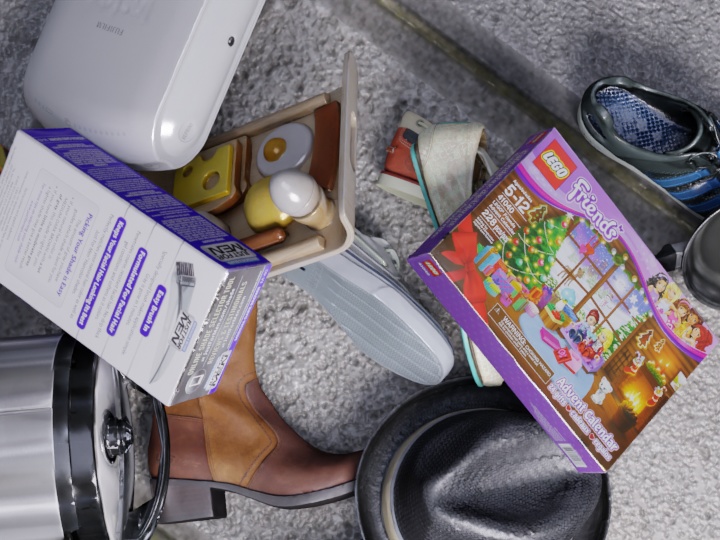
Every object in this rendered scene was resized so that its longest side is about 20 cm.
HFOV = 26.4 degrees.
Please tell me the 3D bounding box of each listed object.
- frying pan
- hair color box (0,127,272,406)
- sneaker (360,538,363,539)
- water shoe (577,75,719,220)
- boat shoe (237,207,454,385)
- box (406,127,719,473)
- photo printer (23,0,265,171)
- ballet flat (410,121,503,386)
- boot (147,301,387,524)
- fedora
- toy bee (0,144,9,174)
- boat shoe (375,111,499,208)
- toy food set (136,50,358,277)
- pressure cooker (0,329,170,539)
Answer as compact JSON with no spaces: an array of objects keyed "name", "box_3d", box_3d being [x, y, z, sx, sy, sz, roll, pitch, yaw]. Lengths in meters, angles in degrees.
[{"name":"frying pan","box_3d":[0.259,-0.002,1.144,0.189,0.031,0.115,-23,129,12]},{"name":"hair color box","box_3d":[-0.171,-0.006,1.076,0.200,0.065,0.110,34,110,22]},{"name":"sneaker","box_3d":[-0.016,0.255,1.127,0.200,0.100,0.070,-35,88,1]},{"name":"water shoe","box_3d":[0.254,-0.082,1.143,0.199,0.079,0.072,24,89,3]},{"name":"boat shoe","box_3d":[0.000,0.000,1.155,0.200,0.074,0.067,40,55,3]},{"name":"box","box_3d":[0.144,0.021,1.066,0.137,0.039,0.200,-45,102,-22]},{"name":"photo printer","box_3d":[-0.162,-0.177,1.144,0.166,0.069,0.201,23,89,36]},{"name":"ballet flat","box_3d":[0.089,-0.010,1.100,0.062,0.067,0.201,-13,104,15]},{"name":"boot","box_3d":[-0.077,0.084,1.172,0.187,0.068,0.201,-8,79,10]},{"name":"fedora","box_3d":[0.100,0.157,1.103,0.199,0.092,0.202,4,72,-14]},{"name":"toy bee","box_3d":[-0.353,-0.062,1.147,0.199,0.109,0.131,-30,47,-20]},{"name":"boat shoe","box_3d":[0.112,-0.058,1.157,0.199,0.071,0.063,21,85,8]},{"name":"toy food set","box_3d":[-0.087,-0.066,1.111,0.199,0.060,0.144,-18,54,28]},{"name":"pressure cooker","box_3d":[-0.236,0.135,1.101,0.199,0.179,0.177,-6,118,0]}]
